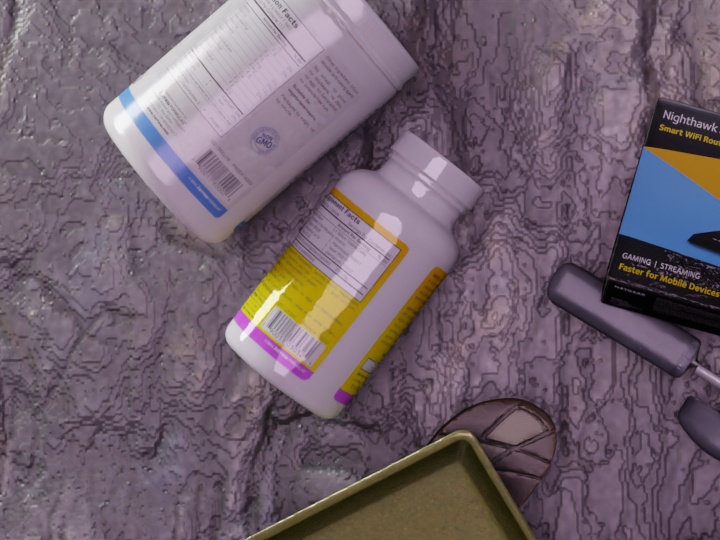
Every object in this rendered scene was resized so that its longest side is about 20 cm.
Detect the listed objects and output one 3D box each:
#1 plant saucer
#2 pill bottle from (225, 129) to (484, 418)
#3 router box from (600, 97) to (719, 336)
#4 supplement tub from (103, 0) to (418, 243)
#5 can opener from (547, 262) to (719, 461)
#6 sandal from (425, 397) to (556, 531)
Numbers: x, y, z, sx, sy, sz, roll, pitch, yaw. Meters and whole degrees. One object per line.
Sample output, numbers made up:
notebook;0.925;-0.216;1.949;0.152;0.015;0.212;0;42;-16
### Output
plant saucer;0.043;0.229;1.512;0.200;0.048;0.200;-28;100;15
pill bottle;0.000;0.000;1.532;0.104;0.104;0.200;38;92;7
router box;0.284;-0.023;1.504;0.199;0.051;0.150;16;69;6
supplement tub;-0.072;-0.127;1.532;0.200;0.132;0.132;-40;84;3
can opener;0.215;0.071;1.530;0.200;0.053;0.067;31;91;8
sandal;0.068;0.171;1.547;0.082;0.055;0.200;31;106;3
